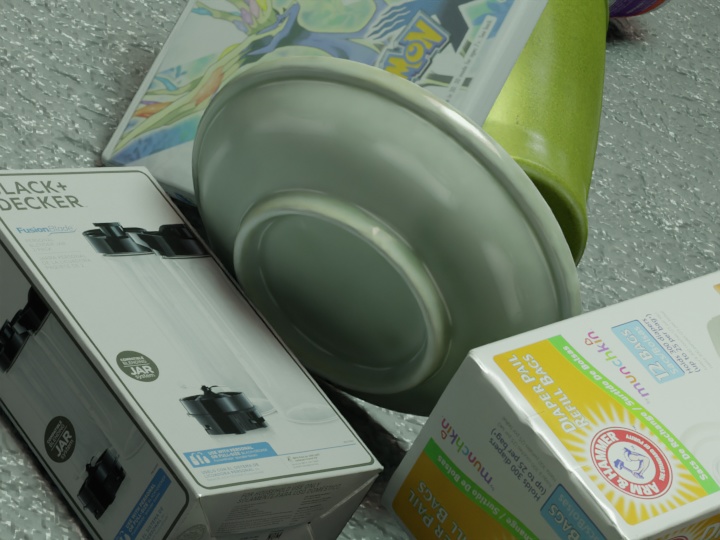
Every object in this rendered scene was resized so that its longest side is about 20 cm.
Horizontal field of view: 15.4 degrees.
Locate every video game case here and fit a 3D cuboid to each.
[{"bbox_3d":[-0.010,-0.110,1.284,0.182,0.200,0.022,21,-12,33],"label":"video game case"}]

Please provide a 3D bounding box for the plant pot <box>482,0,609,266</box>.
[{"bbox_3d":[0.041,-0.082,1.357,0.200,0.200,0.193,18,44,-23],"label":"plant pot"}]

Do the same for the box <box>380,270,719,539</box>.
[{"bbox_3d":[0.126,0.084,1.156,0.200,0.101,0.113,-15,56,-40],"label":"box"}]

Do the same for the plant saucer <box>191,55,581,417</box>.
[{"bbox_3d":[0.000,0.000,1.179,0.200,0.200,0.050,35,53,6],"label":"plant saucer"}]

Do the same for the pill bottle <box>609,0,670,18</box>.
[{"bbox_3d":[0.119,-0.212,1.679,0.200,0.112,0.111,-10,49,-50],"label":"pill bottle"}]

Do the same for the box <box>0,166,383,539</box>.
[{"bbox_3d":[-0.096,0.042,1.151,0.116,0.060,0.200,-3,44,-46],"label":"box"}]
